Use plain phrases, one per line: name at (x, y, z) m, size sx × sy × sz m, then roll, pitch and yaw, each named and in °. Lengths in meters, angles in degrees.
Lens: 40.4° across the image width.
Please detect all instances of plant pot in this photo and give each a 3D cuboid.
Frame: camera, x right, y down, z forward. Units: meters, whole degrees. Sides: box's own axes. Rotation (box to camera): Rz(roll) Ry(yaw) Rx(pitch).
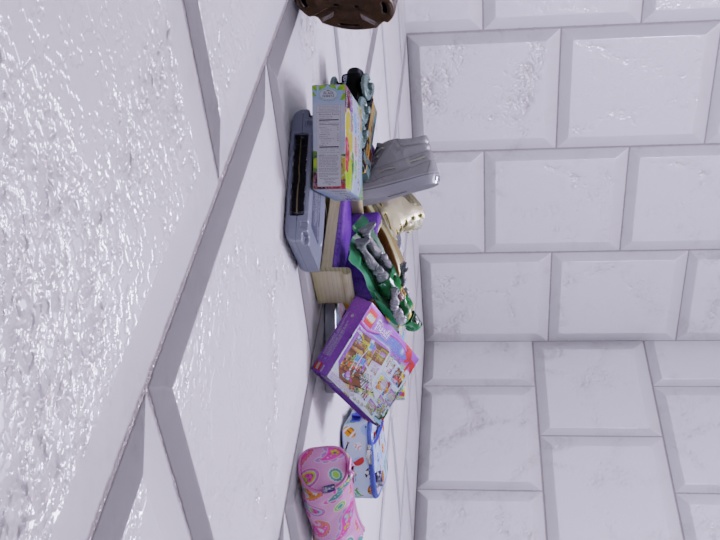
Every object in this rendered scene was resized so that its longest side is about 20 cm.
plant pot at (-0.009, -0.471, 1.406) m, size 0.200 × 0.197 × 0.201 m, roll 63°, pitch 34°, yaw -74°

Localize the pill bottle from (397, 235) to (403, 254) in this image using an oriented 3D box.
pill bottle at (0.033, -0.049, 1.986) m, size 0.200 × 0.105 × 0.108 m, roll 72°, pitch 19°, yaw -69°

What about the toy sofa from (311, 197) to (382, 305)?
toy sofa at (-0.020, -0.046, 1.593) m, size 0.083 × 0.096 × 0.202 m, roll 81°, pitch 11°, yaw -50°

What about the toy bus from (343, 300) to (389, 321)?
toy bus at (0.000, 0.000, 1.657) m, size 0.065 × 0.077 × 0.202 m, roll 69°, pitch 9°, yaw -51°

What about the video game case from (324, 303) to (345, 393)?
video game case at (-0.039, 0.108, 1.720) m, size 0.182 × 0.023 × 0.203 m, roll 20°, pitch 70°, yaw -82°

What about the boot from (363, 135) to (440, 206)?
boot at (0.035, -0.173, 1.706) m, size 0.074 × 0.197 × 0.097 m, roll 34°, pitch 43°, yaw -82°

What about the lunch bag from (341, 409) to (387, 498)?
lunch bag at (0.009, 0.345, 1.891) m, size 0.200 × 0.074 × 0.163 m, roll -46°, pitch 132°, yaw -82°

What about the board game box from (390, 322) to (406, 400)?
board game box at (0.039, 0.168, 2.012) m, size 0.201 × 0.103 × 0.104 m, roll 80°, pitch 12°, yaw -48°

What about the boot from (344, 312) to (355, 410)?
boot at (0.000, 0.152, 1.720) m, size 0.200 × 0.069 × 0.148 m, roll -60°, pitch 154°, yaw -75°

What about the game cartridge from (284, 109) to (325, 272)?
game cartridge at (-0.076, -0.108, 1.392) m, size 0.133 × 0.040 × 0.203 m, roll 64°, pitch 26°, yaw -66°

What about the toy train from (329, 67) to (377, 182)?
toy train at (-0.014, -0.246, 1.662) m, size 0.114 × 0.084 × 0.202 m, roll 66°, pitch 25°, yaw -53°

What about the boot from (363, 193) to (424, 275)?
boot at (0.064, -0.070, 1.798) m, size 0.073 × 0.154 × 0.201 m, roll -47°, pitch -118°, yaw 38°

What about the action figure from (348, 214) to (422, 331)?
action figure at (0.046, 0.020, 1.554) m, size 0.201 × 0.054 × 0.119 m, roll 60°, pitch 32°, yaw -29°

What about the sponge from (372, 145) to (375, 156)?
sponge at (0.018, -0.218, 1.824) m, size 0.112 × 0.030 × 0.200 m, roll 56°, pitch 6°, yaw -24°

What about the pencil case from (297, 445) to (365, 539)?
pencil case at (-0.041, 0.340, 1.435) m, size 0.088 × 0.086 × 0.201 m, roll -84°, pitch 171°, yaw -45°

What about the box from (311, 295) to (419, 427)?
box at (0.012, 0.150, 1.581) m, size 0.138 × 0.039 × 0.200 m, roll -57°, pitch 141°, yaw -15°

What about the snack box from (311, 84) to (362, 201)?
snack box at (-0.031, -0.180, 1.413) m, size 0.200 × 0.052 × 0.144 m, roll 8°, pitch 83°, yaw -84°
